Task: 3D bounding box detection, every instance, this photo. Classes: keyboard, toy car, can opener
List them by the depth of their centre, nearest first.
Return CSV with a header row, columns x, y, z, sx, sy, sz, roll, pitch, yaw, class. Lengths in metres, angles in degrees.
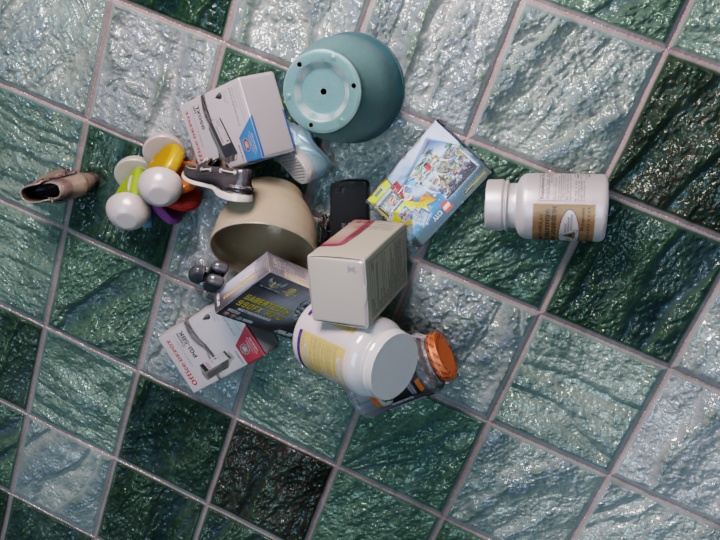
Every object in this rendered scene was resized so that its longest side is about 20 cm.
x,y,z,sx,sy,sz,roll,pitch,yaw,class
-0.036,-0.079,1.364,0.104,0.040,0.200,-1,106,-7,keyboard
-0.306,0.014,1.382,0.067,0.200,0.053,20,76,-13,can opener
-0.396,-0.158,1.386,0.200,0.175,0.150,-31,132,21,toy car

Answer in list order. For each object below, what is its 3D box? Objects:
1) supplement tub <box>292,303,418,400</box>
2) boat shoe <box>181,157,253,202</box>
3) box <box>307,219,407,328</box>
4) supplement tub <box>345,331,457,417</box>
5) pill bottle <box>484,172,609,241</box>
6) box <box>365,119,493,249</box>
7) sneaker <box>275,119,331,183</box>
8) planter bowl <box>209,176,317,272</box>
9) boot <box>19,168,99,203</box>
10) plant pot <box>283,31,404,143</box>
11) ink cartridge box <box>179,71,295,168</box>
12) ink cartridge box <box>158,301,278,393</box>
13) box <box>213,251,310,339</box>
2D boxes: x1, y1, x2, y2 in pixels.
x,y,z,sx,sy,sz,roll,pitch,yaw,class
-0.010,0.141,1.270,0.200,0.145,0.146,19,113,42,supplement tub
-0.255,-0.171,1.249,0.200,0.074,0.060,27,111,48,boat shoe
0.000,0.000,1.253,0.109,0.200,0.128,6,113,23,box
0.078,0.198,1.356,0.200,0.123,0.123,-26,97,20,supplement tub
0.318,-0.110,1.206,0.200,0.114,0.115,3,106,15,pill bottle
0.125,-0.156,1.288,0.137,0.038,0.200,43,112,1,box
-0.130,-0.248,1.326,0.200,0.082,0.074,53,146,15,sneaker
-0.173,-0.090,1.316,0.200,0.200,0.135,-5,60,17,planter bowl
-0.642,-0.167,1.440,0.200,0.146,0.070,-12,104,19,boot
-0.041,-0.312,1.210,0.200,0.188,0.201,4,106,15,plant pot
-0.229,-0.263,1.289,0.200,0.084,0.145,-6,104,46,ink cartridge box
-0.298,0.146,1.466,0.200,0.083,0.147,-30,96,20,ink cartridge box
-0.153,0.054,1.343,0.158,0.200,0.048,-34,51,28,box
